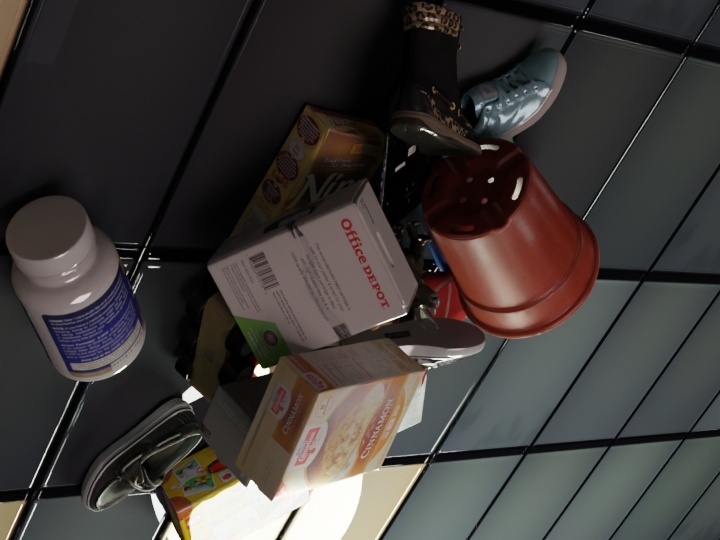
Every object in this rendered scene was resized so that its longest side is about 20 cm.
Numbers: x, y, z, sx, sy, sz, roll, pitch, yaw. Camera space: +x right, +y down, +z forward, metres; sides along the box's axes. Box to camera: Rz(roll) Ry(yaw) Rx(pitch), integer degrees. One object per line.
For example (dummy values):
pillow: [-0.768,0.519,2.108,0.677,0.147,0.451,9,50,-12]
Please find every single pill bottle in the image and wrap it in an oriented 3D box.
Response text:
pill bottle: [-0.314,0.018,1.483,0.119,0.120,0.201,-28,143,-14]

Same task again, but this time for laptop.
laptop: [0.013,-0.101,1.651,0.177,0.102,0.203,-43,142,-60]

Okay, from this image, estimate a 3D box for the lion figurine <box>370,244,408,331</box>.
lion figurine: [0.000,0.000,1.762,0.123,0.072,0.201,58,43,-31]

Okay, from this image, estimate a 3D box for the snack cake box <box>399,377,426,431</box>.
snack cake box: [-0.004,0.202,1.991,0.198,0.067,0.116,-21,142,-23]

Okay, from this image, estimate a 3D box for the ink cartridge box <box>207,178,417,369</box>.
ink cartridge box: [-0.053,0.005,1.559,0.198,0.084,0.147,-21,106,20]

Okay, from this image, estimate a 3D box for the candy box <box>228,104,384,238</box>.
candy box: [-0.061,-0.095,1.635,0.115,0.055,0.201,6,125,-47]

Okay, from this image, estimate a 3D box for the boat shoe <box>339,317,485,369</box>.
boat shoe: [0.068,0.107,1.805,0.197,0.069,0.057,-3,127,-9]

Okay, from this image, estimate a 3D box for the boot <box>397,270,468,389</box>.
boot: [0.121,0.079,1.898,0.142,0.073,0.202,-13,133,-23]

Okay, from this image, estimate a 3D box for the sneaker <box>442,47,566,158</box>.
sneaker: [0.173,-0.211,1.701,0.200,0.074,0.082,-45,148,7]

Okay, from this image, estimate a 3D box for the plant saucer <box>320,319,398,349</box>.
plant saucer: [0.003,0.075,1.890,0.198,0.036,0.202,-24,141,-21]

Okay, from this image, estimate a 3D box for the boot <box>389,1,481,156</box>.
boot: [0.094,-0.216,1.576,0.199,0.072,0.153,13,79,-61]

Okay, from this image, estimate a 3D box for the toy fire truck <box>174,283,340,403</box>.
toy fire truck: [-0.118,0.075,1.735,0.199,0.128,0.177,-36,155,-39]

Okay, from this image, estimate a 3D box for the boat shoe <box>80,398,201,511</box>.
boat shoe: [-0.292,0.258,1.796,0.200,0.071,0.072,-46,143,10]

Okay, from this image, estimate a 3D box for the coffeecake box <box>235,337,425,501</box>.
coffeecake box: [-0.034,0.172,1.595,0.199,0.073,0.155,-6,128,-50]

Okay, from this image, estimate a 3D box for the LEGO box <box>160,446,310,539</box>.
LEGO box: [-0.179,0.312,1.946,0.198,0.077,0.150,-26,142,-17]

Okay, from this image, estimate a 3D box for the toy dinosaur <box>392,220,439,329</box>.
toy dinosaur: [0.055,-0.006,1.721,0.076,0.200,0.104,5,105,-7]

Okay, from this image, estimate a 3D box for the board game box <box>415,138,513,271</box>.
board game box: [0.152,-0.089,1.836,0.151,0.045,0.201,-35,143,-6]

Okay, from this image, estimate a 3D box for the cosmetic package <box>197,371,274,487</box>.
cosmetic package: [-0.094,0.189,1.707,0.199,0.107,0.091,-9,134,-52]

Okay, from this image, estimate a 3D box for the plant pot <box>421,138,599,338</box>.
plant pot: [0.178,-0.050,1.710,0.200,0.201,0.196,-39,137,1]
